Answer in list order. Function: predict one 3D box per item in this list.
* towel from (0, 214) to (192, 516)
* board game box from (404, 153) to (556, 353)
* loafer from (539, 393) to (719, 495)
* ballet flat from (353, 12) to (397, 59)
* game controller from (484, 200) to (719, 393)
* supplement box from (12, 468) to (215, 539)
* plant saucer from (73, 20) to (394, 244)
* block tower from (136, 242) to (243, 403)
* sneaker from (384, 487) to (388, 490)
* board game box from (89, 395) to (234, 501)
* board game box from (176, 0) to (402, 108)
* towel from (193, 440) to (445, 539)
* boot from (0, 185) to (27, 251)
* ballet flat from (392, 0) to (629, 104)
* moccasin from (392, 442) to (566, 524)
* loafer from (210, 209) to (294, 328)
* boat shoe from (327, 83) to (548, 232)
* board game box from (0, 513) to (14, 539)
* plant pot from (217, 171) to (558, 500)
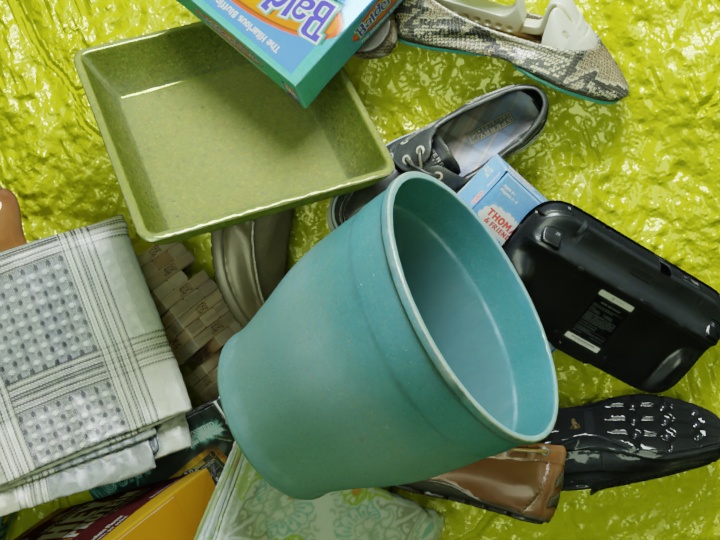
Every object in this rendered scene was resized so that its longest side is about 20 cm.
[{"bbox_3d":[-0.242,0.078,1.027,0.191,0.035,0.202,-19,88,-15],"label":"towel"},{"bbox_3d":[0.091,0.029,1.044,0.151,0.037,0.200,38,106,-27],"label":"board game box"},{"bbox_3d":[0.194,0.145,1.067,0.198,0.069,0.071,-5,133,8],"label":"loafer"},{"bbox_3d":[-0.050,-0.230,1.052,0.199,0.046,0.068,35,95,17],"label":"ballet flat"},{"bbox_3d":[0.190,0.025,1.022,0.199,0.042,0.104,28,122,-20],"label":"game controller"},{"bbox_3d":[-0.190,0.295,1.083,0.199,0.133,0.199,-20,98,37],"label":"supplement box"},{"bbox_3d":[-0.100,-0.108,1.018,0.198,0.048,0.201,-16,56,-15],"label":"plant saucer"},{"bbox_3d":[-0.120,0.068,1.103,0.201,0.058,0.054,52,143,1],"label":"block tower"},{"bbox_3d":[-0.008,0.233,1.105,0.087,0.081,0.202,8,101,11],"label":"sneaker"},{"bbox_3d":[-0.143,0.193,1.111,0.199,0.028,0.136,-28,93,38],"label":"board game box"},{"bbox_3d":[-0.032,-0.247,1.002,0.152,0.045,0.200,40,84,17],"label":"board game box"},{"bbox_3d":[-0.041,0.233,1.014,0.199,0.048,0.173,29,77,-23],"label":"towel"},{"bbox_3d":[-0.251,0.025,1.130,0.153,0.074,0.202,-1,99,4],"label":"boot"},{"bbox_3d":[0.119,-0.189,1.017,0.198,0.068,0.076,19,126,9],"label":"ballet flat"},{"bbox_3d":[0.061,0.137,1.025,0.199,0.074,0.079,10,81,28],"label":"moccasin"},{"bbox_3d":[-0.085,-0.042,1.078,0.067,0.076,0.202,-11,96,17],"label":"loafer"},{"bbox_3d":[0.060,-0.087,1.023,0.199,0.057,0.069,-33,87,-6],"label":"boat shoe"},{"bbox_3d":[-0.371,0.205,1.096,0.102,0.200,0.106,19,84,6],"label":"board game box"},{"bbox_3d":[0.007,0.063,0.929,0.187,0.200,0.201,-29,93,26],"label":"plant pot"}]
